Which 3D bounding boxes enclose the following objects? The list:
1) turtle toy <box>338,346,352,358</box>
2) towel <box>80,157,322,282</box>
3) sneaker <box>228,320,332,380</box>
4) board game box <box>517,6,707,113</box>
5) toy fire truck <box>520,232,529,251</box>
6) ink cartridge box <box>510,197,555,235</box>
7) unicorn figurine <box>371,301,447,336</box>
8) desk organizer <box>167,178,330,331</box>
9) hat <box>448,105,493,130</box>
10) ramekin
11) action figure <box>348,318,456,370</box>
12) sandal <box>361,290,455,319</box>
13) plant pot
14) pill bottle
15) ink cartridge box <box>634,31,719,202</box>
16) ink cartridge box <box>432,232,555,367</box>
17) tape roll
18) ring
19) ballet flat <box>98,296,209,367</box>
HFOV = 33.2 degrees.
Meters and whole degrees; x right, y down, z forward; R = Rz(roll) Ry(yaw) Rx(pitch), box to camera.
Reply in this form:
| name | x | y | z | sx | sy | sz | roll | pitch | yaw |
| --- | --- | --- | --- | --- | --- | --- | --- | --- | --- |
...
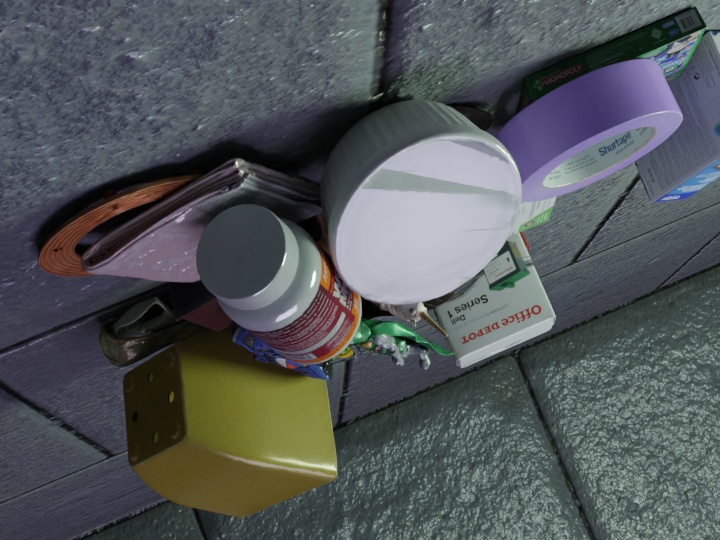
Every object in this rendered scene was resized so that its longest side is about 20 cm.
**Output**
| name | x | y | z | sx | sy | sz | roll | pitch | yaw |
| --- | --- | --- | --- | --- | --- | --- | --- | --- | --- |
| turtle toy | -0.049 | 0.061 | 1.621 | 0.201 | 0.100 | 0.146 | -54 | 167 | -5 |
| towel | -0.146 | -0.040 | 1.182 | 0.189 | 0.033 | 0.199 | -28 | 166 | 19 |
| sneaker | -0.085 | 0.077 | 1.376 | 0.077 | 0.077 | 0.200 | -5 | 158 | 20 |
| board game box | 0.268 | -0.210 | 1.318 | 0.197 | 0.029 | 0.135 | -23 | 168 | -3 |
| toy fire truck | 0.144 | -0.023 | 1.725 | 0.198 | 0.113 | 0.168 | -26 | 143 | 7 |
| ink cartridge box | 0.131 | -0.078 | 1.478 | 0.197 | 0.085 | 0.145 | -22 | 167 | -1 |
| unicorn figurine | 0.000 | 0.000 | 1.393 | 0.196 | 0.140 | 0.074 | -2 | -157 | 7 |
| desk organizer | -0.110 | -0.012 | 1.314 | 0.198 | 0.073 | 0.077 | -28 | 153 | 21 |
| hat | 0.065 | -0.095 | 1.304 | 0.198 | 0.082 | 0.201 | -22 | 166 | -6 |
| ramekin | 0.051 | -0.074 | 1.182 | 0.199 | 0.095 | 0.205 | -14 | 133 | -15 |
| action figure | 0.025 | 0.085 | 1.457 | 0.116 | 0.056 | 0.199 | 8 | 172 | 28 |
| sandal | 0.023 | 0.025 | 1.489 | 0.198 | 0.055 | 0.081 | -18 | 149 | 32 |
| plant pot | -0.172 | 0.172 | 1.449 | 0.198 | 0.199 | 0.193 | 15 | 147 | -43 |
| pill bottle | -0.077 | 0.015 | 1.170 | 0.108 | 0.111 | 0.200 | -25 | 155 | 9 |
| ink cartridge box | 0.387 | -0.173 | 1.434 | 0.075 | 0.138 | 0.200 | -5 | 159 | -38 |
| ink cartridge box | 0.154 | 0.006 | 1.590 | 0.144 | 0.203 | 0.084 | -24 | 168 | 1 |
| tape roll | 0.246 | -0.149 | 1.314 | 0.197 | 0.066 | 0.200 | -23 | 168 | -5 |
| ring | -0.213 | -0.046 | 1.151 | 0.198 | 0.019 | 0.201 | -22 | 166 | -5 |
| ballet flat | -0.219 | 0.051 | 1.441 | 0.197 | 0.072 | 0.071 | -23 | 167 | -4 |
